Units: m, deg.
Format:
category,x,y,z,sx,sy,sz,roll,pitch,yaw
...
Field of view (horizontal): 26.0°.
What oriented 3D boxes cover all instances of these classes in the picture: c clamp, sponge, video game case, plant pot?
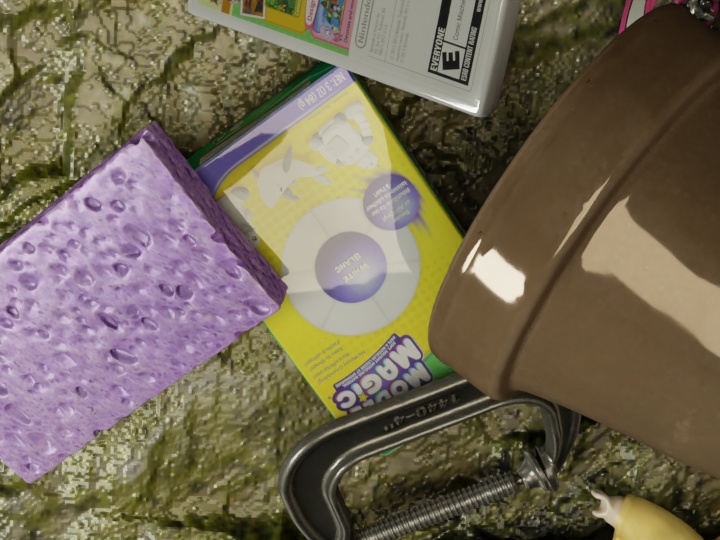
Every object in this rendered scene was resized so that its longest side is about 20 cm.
category,x,y,z,sx,sy,sz,roll,pitch,yaw
c clamp,0.037,0.119,0.867,0.198,0.027,0.172,-24,134,3
sponge,-0.143,0.022,0.818,0.199,0.030,0.112,-34,105,25
video game case,0.005,-0.196,0.742,0.181,0.022,0.202,23,114,26
plant pot,0.157,0.008,0.721,0.174,0.200,0.201,36,102,15

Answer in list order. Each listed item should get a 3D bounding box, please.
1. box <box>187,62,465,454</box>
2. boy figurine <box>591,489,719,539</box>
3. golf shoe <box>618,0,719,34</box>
category,x,y,z,sx,sy,sz,roll,pitch,yaw
box,0.000,0.000,0.838,0.117,0.048,0.201,-35,107,6
boy figurine,0.157,0.181,0.900,0.197,0.064,0.126,-10,106,-2
golf shoe,0.181,-0.162,0.799,0.072,0.093,0.201,13,127,-16
